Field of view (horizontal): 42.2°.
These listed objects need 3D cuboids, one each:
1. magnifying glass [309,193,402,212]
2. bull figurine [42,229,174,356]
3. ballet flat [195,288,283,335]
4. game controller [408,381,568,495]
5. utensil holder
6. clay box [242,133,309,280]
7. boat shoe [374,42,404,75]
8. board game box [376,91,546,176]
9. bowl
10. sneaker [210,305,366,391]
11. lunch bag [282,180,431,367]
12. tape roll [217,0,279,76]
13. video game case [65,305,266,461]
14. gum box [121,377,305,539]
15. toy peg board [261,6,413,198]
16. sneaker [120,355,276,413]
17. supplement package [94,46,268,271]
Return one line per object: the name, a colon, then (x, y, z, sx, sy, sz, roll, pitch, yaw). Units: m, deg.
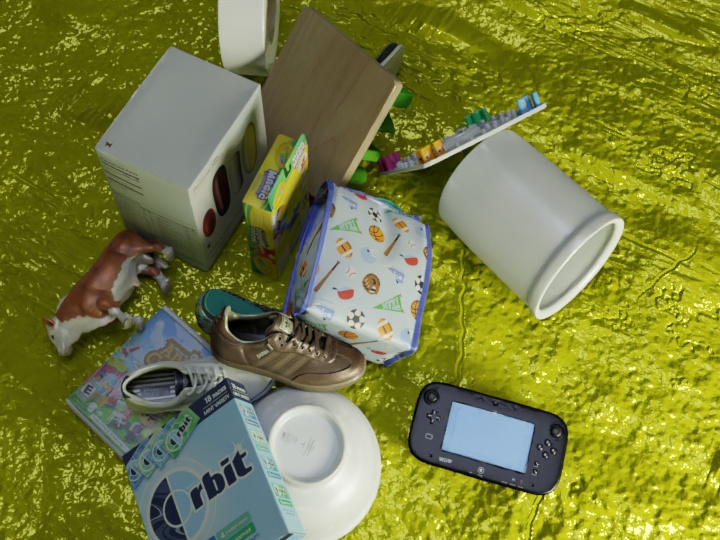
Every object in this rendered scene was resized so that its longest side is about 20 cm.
magnifying glass: (-0.024, -0.091, 1.350, 0.197, 0.023, 0.080, 26, 64, 13)
bull figurine: (-0.333, 0.030, 1.248, 0.119, 0.066, 0.202, 17, 60, 16)
ballet flat: (-0.126, 0.084, 1.221, 0.197, 0.074, 0.075, 28, 61, -13)
game controller: (0.160, 0.212, 1.176, 0.196, 0.042, 0.106, 14, 62, 7)
utensil holder: (0.225, -0.066, 1.258, 0.169, 0.171, 0.200, -37, 66, -19)
clay box: (-0.110, -0.089, 1.244, 0.047, 0.201, 0.116, 19, 61, 10)
boat shoe: (-0.003, -0.286, 1.428, 0.067, 0.072, 0.201, 34, 69, 16)
board game box: (0.135, -0.191, 1.318, 0.197, 0.200, 0.026, -28, 100, -15)
bowl: (-0.066, 0.222, 1.128, 0.196, 0.091, 0.205, 3, 64, -6)
sneaker: (-0.086, 0.092, 1.133, 0.195, 0.076, 0.071, 9, 47, -4)
lunch bag: (0.000, 0.000, 1.220, 0.167, 0.124, 0.204, 21, 66, -19)
tape roll: (-0.166, -0.401, 1.415, 0.069, 0.204, 0.206, 3, 61, 2)
video game case: (-0.249, 0.168, 1.202, 0.199, 0.022, 0.182, 38, 67, 18)
gum box: (-0.173, 0.257, 1.072, 0.169, 0.044, 0.202, -36, 60, 12)
toy peg board: (-0.037, -0.229, 1.334, 0.199, 0.202, 0.097, 44, 24, 26)
sneaker: (-0.200, 0.143, 1.157, 0.195, 0.071, 0.075, -12, 79, -3)
supplement package: (-0.232, -0.149, 1.275, 0.145, 0.201, 0.193, 23, 63, 12)
